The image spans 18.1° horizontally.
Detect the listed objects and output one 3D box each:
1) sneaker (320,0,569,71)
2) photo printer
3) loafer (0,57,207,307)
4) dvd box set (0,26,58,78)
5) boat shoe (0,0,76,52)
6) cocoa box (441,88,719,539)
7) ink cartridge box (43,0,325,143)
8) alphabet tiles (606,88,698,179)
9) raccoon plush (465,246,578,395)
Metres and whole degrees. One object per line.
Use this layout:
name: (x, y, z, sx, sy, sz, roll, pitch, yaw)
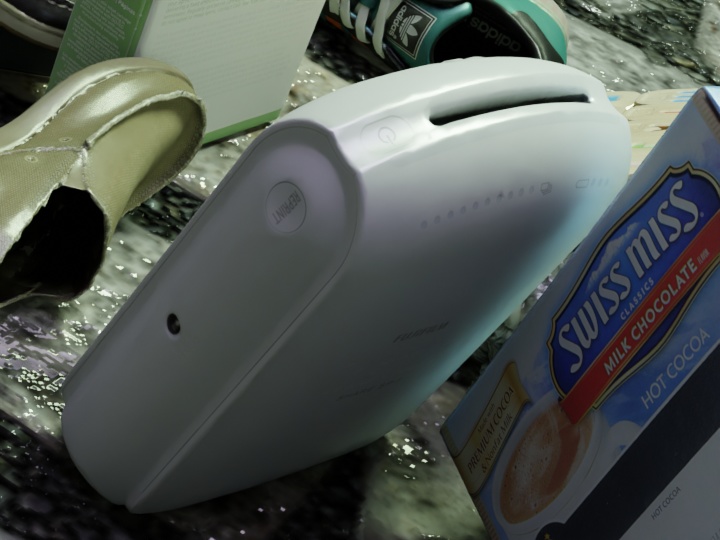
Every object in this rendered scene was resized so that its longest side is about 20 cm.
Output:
sneaker: (0.021, -0.147, 1.209, 0.199, 0.072, 0.080, 22, 25, -5)
photo printer: (0.000, 0.000, 0.826, 0.166, 0.200, 0.070, -13, 63, -47)
loafer: (-0.123, -0.026, 0.920, 0.067, 0.076, 0.200, 36, 40, 17)
dvd box set: (-0.231, -0.169, 1.109, 0.146, 0.030, 0.200, 9, 33, -26)
boat shoe: (-0.150, -0.173, 1.077, 0.073, 0.065, 0.200, 20, 28, -25)
cocoa box: (0.146, 0.047, 0.817, 0.133, 0.200, 0.132, -2, 52, -35)
ink cartridge box: (-0.059, -0.145, 1.020, 0.048, 0.201, 0.145, 36, 32, 21)
alphabet tiles: (0.112, -0.057, 1.017, 0.194, 0.015, 0.200, -1, 14, 17)
raccoon plush: (0.066, 0.009, 1.015, 0.133, 0.097, 0.200, -18, 18, -32)
